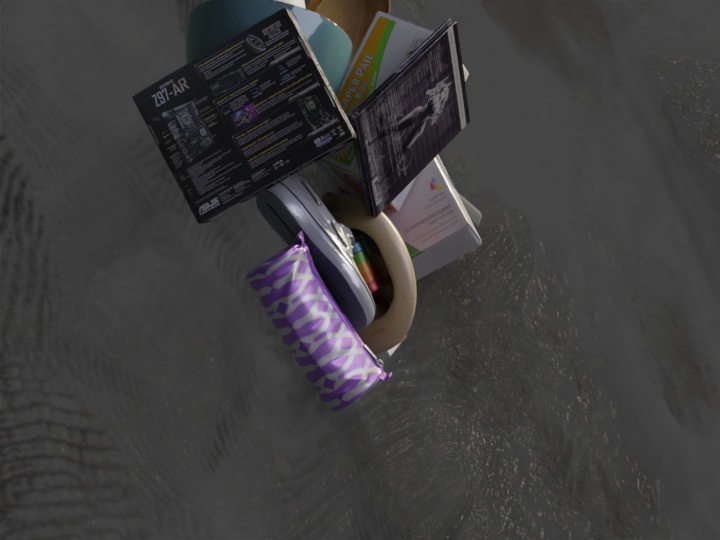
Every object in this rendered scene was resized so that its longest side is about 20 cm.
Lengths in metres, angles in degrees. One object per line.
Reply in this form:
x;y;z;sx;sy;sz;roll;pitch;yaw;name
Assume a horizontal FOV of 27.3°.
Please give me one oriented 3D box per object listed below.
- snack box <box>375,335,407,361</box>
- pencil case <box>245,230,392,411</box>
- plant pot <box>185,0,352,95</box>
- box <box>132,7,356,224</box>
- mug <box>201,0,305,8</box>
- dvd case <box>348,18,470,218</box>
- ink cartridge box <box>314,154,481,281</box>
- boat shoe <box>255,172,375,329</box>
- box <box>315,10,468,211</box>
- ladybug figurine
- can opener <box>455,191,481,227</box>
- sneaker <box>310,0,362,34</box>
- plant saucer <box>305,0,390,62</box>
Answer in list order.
-0.010;0.014;1.858;0.201;0.024;0.072;59;27;-6;snack box
-0.048;0.063;1.679;0.201;0.085;0.084;56;21;-10;pencil case
-0.116;-0.212;1.730;0.199;0.198;0.137;26;66;-49;plant pot
-0.127;-0.168;1.627;0.162;0.198;0.044;61;7;0;box
-0.125;-0.353;1.872;0.186;0.148;0.155;-10;81;-51;mug
0.060;-0.178;1.732;0.200;0.016;0.150;-46;142;-30;dvd case
0.044;-0.094;1.881;0.202;0.144;0.088;65;9;23;ink cartridge box
-0.036;-0.030;1.709;0.067;0.073;0.201;-38;96;-35;boat shoe
0.034;-0.192;1.806;0.202;0.101;0.112;-63;155;-6;box
0.000;0.000;1.775;0.072;0.134;0.202;-9;79;-74;ladybug figurine
0.099;-0.099;2.148;0.199;0.053;0.068;36;69;-42;can opener
-0.027;-0.362;2.104;0.201;0.072;0.113;67;12;-45;sneaker
-0.035;-0.314;1.982;0.035;0.202;0.199;32;16;25;plant saucer
